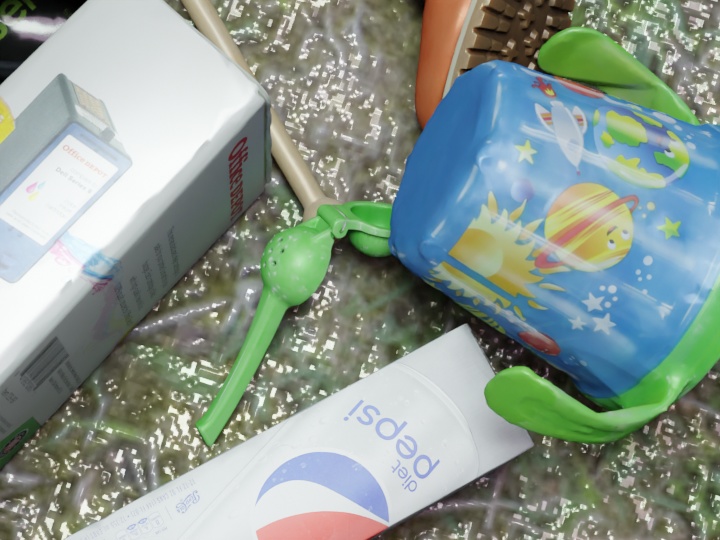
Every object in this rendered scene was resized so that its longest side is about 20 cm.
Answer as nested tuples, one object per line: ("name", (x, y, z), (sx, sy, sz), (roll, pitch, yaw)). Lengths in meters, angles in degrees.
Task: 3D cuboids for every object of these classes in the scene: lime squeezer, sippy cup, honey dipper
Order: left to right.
("honey dipper", (-0.061, -0.100, 0.787), (0.038, 0.038, 0.200), (-30, 84, -11))
("lime squeezer", (0.000, 0.000, 0.759), (0.200, 0.038, 0.071), (-33, 108, -12))
("sippy cup", (0.088, -0.022, 0.718), (0.130, 0.178, 0.140), (24, 108, -16))

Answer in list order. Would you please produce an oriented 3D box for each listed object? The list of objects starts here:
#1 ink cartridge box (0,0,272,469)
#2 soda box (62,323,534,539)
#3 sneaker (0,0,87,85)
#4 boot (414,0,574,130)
("ink cartridge box", (-0.133, -0.010, 0.705), (0.087, 0.145, 0.200), (43, 79, 6))
("soda box", (-0.027, 0.100, 0.732), (0.200, 0.068, 0.064), (-27, 82, -11))
("sneaker", (-0.199, -0.111, 0.752), (0.199, 0.083, 0.072), (-8, 78, -7))
("boot", (0.046, -0.153, 0.796), (0.107, 0.075, 0.201), (14, 95, 35))
